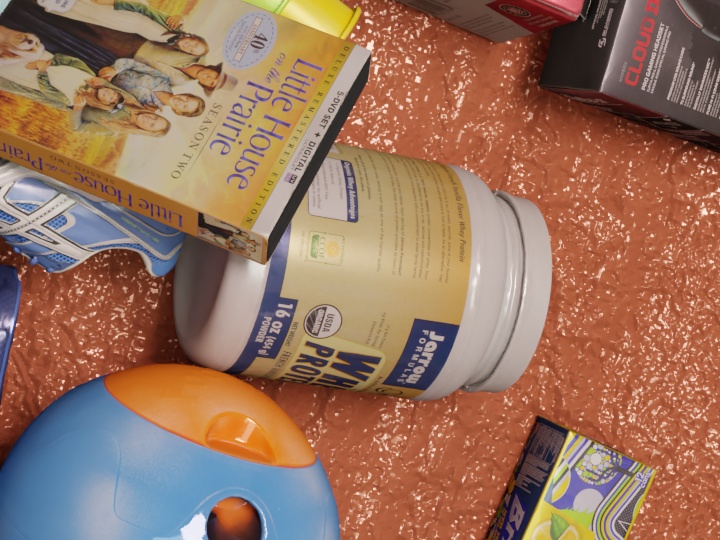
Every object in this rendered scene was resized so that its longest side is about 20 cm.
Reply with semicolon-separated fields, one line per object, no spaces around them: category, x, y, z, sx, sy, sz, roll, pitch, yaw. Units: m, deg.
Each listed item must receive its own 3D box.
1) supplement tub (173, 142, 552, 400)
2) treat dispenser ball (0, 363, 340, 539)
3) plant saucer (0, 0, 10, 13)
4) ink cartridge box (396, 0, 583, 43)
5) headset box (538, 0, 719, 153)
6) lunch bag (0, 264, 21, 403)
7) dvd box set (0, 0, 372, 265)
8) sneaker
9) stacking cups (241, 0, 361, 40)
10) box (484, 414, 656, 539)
supplement tub;0.000;0.000;1.036;0.198;0.144;0.146;9;92;-20
treat dispenser ball;-0.111;0.154;0.974;0.199;0.201;0.203;-1;94;-13
plant saucer;-0.168;-0.134;1.048;0.199;0.039;0.203;-1;94;-13
ink cartridge box;0.031;-0.214;1.032;0.199;0.146;0.083;20;88;-14
headset box;0.211;-0.161;1.091;0.199;0.075;0.150;17;90;-28
lunch bag;-0.271;0.067;0.989;0.131;0.136;0.202;9;93;-13
dvd box set;-0.111;-0.099;0.959;0.199;0.029;0.147;23;58;9
sneaker;-0.192;-0.038;0.991;0.198;0.076;0.078;4;105;-3
stacking cups;-0.092;-0.193;1.013;0.200;0.060;0.061;39;85;-11
box;0.113;0.203;1.124;0.070;0.064;0.201;24;89;-13
